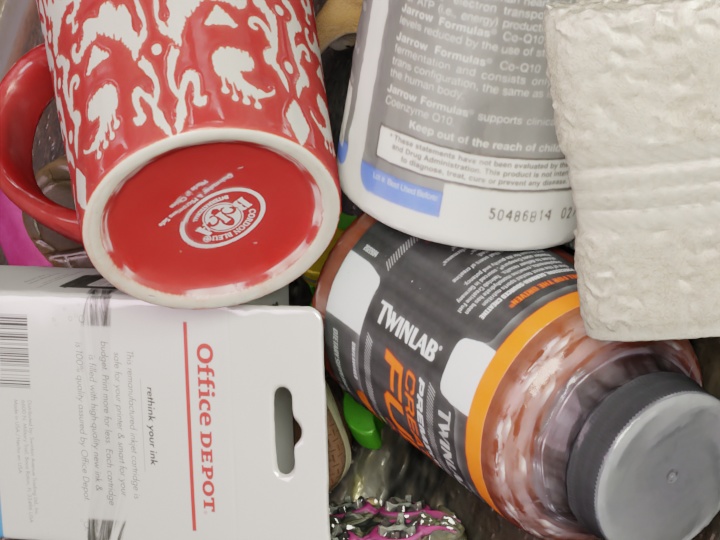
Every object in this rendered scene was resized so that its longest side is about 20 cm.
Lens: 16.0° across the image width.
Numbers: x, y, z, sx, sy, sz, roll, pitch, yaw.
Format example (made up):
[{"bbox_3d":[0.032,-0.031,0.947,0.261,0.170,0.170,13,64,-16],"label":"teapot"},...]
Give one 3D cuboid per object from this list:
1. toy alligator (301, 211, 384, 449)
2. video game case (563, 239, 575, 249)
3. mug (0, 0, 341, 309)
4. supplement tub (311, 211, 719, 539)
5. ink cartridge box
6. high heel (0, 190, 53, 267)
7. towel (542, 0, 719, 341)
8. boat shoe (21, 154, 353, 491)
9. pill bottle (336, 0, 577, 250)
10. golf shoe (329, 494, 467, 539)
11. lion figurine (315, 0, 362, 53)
[{"bbox_3d":[0.000,0.000,1.219,0.054,0.059,0.200,-19,48,2],"label":"toy alligator"},{"bbox_3d":[0.141,-0.062,1.061,0.200,0.018,0.144,30,106,53],"label":"video game case"},{"bbox_3d":[-0.081,-0.077,1.117,0.201,0.133,0.178,-103,27,-42],"label":"mug"},{"bbox_3d":[0.069,0.043,1.060,0.200,0.107,0.107,35,110,52],"label":"supplement tub"},{"bbox_3d":[-0.096,0.062,1.151,0.199,0.067,0.116,2,100,21],"label":"ink cartridge box"},{"bbox_3d":[-0.144,0.048,1.244,0.200,0.096,0.067,57,145,3],"label":"high heel"},{"bbox_3d":[0.165,-0.044,0.919,0.199,0.034,0.133,-3,103,26],"label":"towel"},{"bbox_3d":[-0.069,0.018,1.211,0.075,0.075,0.203,-41,86,24],"label":"boat shoe"},{"bbox_3d":[0.059,-0.120,1.045,0.114,0.113,0.201,40,126,50],"label":"pill bottle"},{"bbox_3d":[-0.039,0.163,1.175,0.199,0.073,0.092,-17,101,14],"label":"golf shoe"},{"bbox_3d":[0.029,-0.100,1.183,0.122,0.072,0.201,-37,76,38],"label":"lion figurine"}]
